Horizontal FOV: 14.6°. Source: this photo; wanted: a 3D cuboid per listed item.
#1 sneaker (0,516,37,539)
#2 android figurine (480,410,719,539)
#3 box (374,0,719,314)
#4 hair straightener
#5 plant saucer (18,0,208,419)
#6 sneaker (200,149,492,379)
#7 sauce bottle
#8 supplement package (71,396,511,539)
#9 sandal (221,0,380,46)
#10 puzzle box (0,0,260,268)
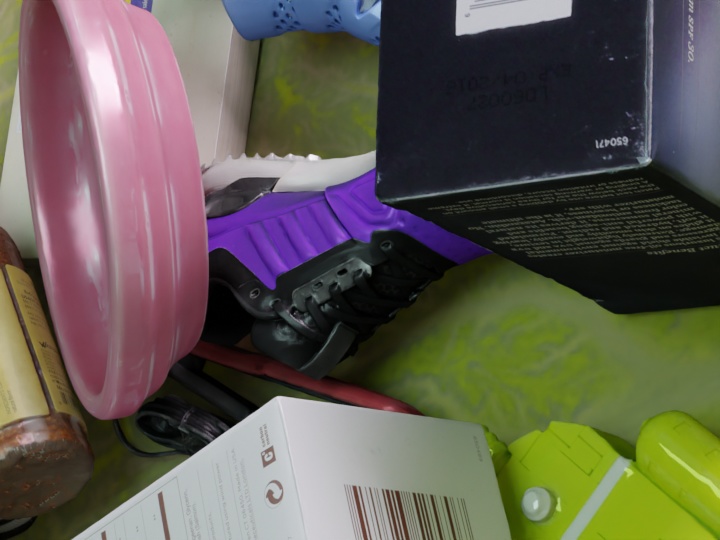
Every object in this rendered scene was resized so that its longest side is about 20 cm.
[{"bbox_3d":[-0.246,0.091,1.386,0.199,0.076,0.116,-16,63,19],"label":"sneaker"},{"bbox_3d":[0.097,0.143,1.147,0.200,0.041,0.182,43,103,33],"label":"android figurine"},{"bbox_3d":[0.108,-0.104,1.107,0.123,0.198,0.201,-6,74,31],"label":"box"},{"bbox_3d":[-0.060,0.071,1.272,0.199,0.041,0.077,19,88,34],"label":"hair straightener"},{"bbox_3d":[-0.108,-0.036,1.243,0.200,0.051,0.202,173,90,-75],"label":"plant saucer"},{"bbox_3d":[0.000,0.000,1.223,0.199,0.069,0.100,-6,59,42],"label":"sneaker"},{"bbox_3d":[-0.181,0.021,1.325,0.066,0.066,0.201,-38,52,20],"label":"sauce bottle"},{"bbox_3d":[-0.041,0.150,1.161,0.200,0.117,0.118,-36,57,40],"label":"supplement package"},{"bbox_3d":[-0.028,-0.138,1.279,0.200,0.079,0.087,40,101,27],"label":"sandal"},{"bbox_3d":[-0.108,-0.100,1.362,0.133,0.025,0.201,1,78,35],"label":"puzzle box"}]
